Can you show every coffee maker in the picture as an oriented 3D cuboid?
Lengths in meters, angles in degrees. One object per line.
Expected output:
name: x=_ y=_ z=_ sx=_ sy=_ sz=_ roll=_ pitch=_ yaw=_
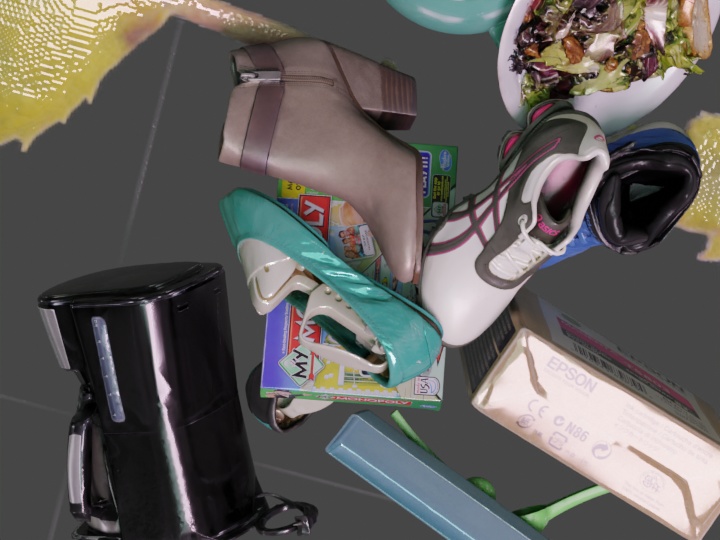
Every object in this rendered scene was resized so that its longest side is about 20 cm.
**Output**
coffee maker: x=-0.137 y=0.097 z=1.681 sx=0.192 sy=0.135 sz=0.200 roll=-7 pitch=103 yaw=6

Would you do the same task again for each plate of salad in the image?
plate of salad: x=0.188 y=-0.172 z=1.601 sx=0.200 sy=0.048 sz=0.200 roll=-20 pitch=134 yaw=-22

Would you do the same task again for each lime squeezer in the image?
lime squeezer: x=0.112 y=0.169 z=1.744 sx=0.200 sy=0.038 sz=0.071 roll=16 pitch=107 yaw=-1

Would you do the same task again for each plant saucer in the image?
plant saucer: x=0.067 y=0.179 z=1.730 sx=0.200 sy=0.019 sz=0.070 roll=35 pitch=143 yaw=0

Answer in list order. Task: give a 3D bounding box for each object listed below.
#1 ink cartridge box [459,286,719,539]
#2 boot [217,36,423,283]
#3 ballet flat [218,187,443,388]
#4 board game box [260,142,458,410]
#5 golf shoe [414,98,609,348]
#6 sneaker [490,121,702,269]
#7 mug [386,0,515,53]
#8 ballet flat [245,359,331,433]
ink cartridge box: x=0.177 y=0.101 z=1.660 sx=0.200 sy=0.165 sz=0.075 roll=31 pitch=101 yaw=-7
boot: x=-0.030 y=-0.082 z=1.622 sx=0.146 sy=0.200 sz=0.070 roll=4 pitch=145 yaw=-11
ballet flat: x=-0.035 y=0.015 z=1.594 sx=0.200 sy=0.070 sz=0.067 roll=35 pitch=147 yaw=11
board game box: x=0.000 y=0.000 z=1.656 sx=0.134 sy=0.029 sz=0.200 roll=4 pitch=72 yaw=-1
golf shoe: x=0.106 y=-0.027 z=1.580 sx=0.077 sy=0.088 sz=0.200 roll=26 pitch=103 yaw=-21
sneaker: x=0.160 y=-0.043 z=1.651 sx=0.200 sy=0.111 sz=0.077 roll=-23 pitch=103 yaw=7
mug: x=0.087 y=-0.238 z=1.600 sx=0.185 sy=0.114 sz=0.152 roll=30 pitch=103 yaw=-6
ballet flat: x=-0.002 y=0.056 z=1.700 sx=0.200 sy=0.068 sz=0.068 roll=-43 pitch=124 yaw=12
